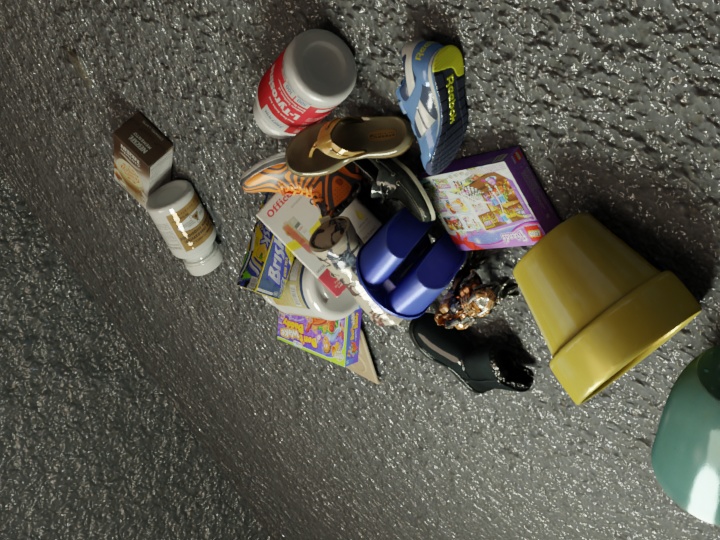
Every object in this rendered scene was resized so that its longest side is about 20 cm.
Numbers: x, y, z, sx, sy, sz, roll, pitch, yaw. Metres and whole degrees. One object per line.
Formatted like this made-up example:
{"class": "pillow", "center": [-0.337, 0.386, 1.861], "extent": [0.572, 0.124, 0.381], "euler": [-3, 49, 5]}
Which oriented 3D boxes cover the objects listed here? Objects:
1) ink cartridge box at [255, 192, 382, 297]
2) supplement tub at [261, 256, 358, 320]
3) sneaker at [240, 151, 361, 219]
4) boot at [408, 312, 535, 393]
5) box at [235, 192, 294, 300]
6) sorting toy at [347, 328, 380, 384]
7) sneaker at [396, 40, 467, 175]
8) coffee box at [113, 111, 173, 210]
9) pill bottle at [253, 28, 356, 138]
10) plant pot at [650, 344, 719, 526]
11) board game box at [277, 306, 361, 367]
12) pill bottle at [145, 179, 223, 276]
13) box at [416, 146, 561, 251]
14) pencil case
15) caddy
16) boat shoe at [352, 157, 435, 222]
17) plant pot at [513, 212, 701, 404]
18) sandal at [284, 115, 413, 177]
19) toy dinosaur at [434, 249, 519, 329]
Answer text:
{"class": "ink cartridge box", "center": [-0.060, -0.076, 1.541], "extent": [0.200, 0.145, 0.083], "euler": [45, -177, 0]}
{"class": "supplement tub", "center": [-0.098, 0.017, 1.740], "extent": [0.198, 0.144, 0.146], "euler": [4, 133, 52]}
{"class": "sneaker", "center": [-0.091, -0.132, 1.452], "extent": [0.078, 0.196, 0.114], "euler": [63, -168, -79]}
{"class": "boot", "center": [0.193, 0.138, 1.564], "extent": [0.200, 0.077, 0.168], "euler": [43, 157, -10]}
{"class": "box", "center": [-0.158, -0.055, 1.667], "extent": [0.064, 0.204, 0.069], "euler": [16, 177, 44]}
{"class": "sorting toy", "center": [-0.043, 0.150, 1.973], "extent": [0.183, 0.037, 0.202], "euler": [24, 150, 36]}
{"class": "sneaker", "center": [0.095, -0.223, 1.225], "extent": [0.082, 0.074, 0.203], "euler": [29, 141, 32]}
{"class": "coffee box", "center": [-0.484, -0.240, 2.006], "extent": [0.114, 0.080, 0.201], "euler": [41, 153, 7]}
{"class": "pill bottle", "center": [-0.093, -0.274, 1.372], "extent": [0.113, 0.112, 0.199], "euler": [49, 153, -8]}
{"class": "plant pot", "center": [0.474, 0.190, 1.128], "extent": [0.199, 0.200, 0.163], "euler": [24, 135, 35]}
{"class": "board game box", "center": [-0.086, 0.102, 1.874], "extent": [0.198, 0.044, 0.137], "euler": [18, 111, 38]}
{"class": "pill bottle", "center": [-0.390, -0.092, 2.038], "extent": [0.113, 0.114, 0.202], "euler": [16, 141, 43]}
{"class": "box", "center": [0.182, -0.098, 1.303], "extent": [0.199, 0.039, 0.138], "euler": [-3, 125, 56]}
{"class": "pencil case", "center": [0.000, 0.000, 1.452], "extent": [0.201, 0.077, 0.090], "euler": [50, -172, -29]}
{"class": "caddy", "center": [0.076, -0.013, 1.404], "extent": [0.141, 0.200, 0.105], "euler": [45, 131, -2]}
{"class": "boat shoe", "center": [0.036, -0.139, 1.369], "extent": [0.201, 0.066, 0.075], "euler": [54, 168, 18]}
{"class": "plant pot", "center": [0.302, 0.039, 1.172], "extent": [0.190, 0.199, 0.202], "euler": [53, 156, 18]}
{"class": "sandal", "center": [-0.021, -0.192, 1.332], "extent": [0.196, 0.082, 0.054], "euler": [-9, 169, 12]}
{"class": "toy dinosaur", "center": [0.163, 0.043, 1.416], "extent": [0.198, 0.136, 0.103], "euler": [0, 131, 54]}
